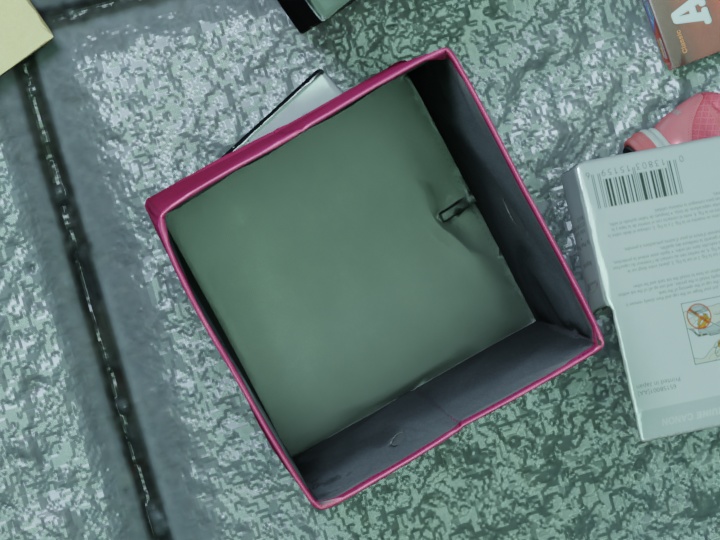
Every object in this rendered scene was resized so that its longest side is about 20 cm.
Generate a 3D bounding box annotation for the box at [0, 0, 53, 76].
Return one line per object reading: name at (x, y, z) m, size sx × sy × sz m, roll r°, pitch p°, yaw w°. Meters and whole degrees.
box at (-0.310, -0.179, 1.592) m, size 0.163 × 0.021 × 0.201 m, roll -35°, pitch 97°, yaw -4°

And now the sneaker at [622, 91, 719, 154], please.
sneaker at (0.260, -0.030, 1.649) m, size 0.087 × 0.074 × 0.200 m, roll -42°, pitch 97°, yaw -4°

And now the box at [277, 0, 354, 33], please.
box at (0.014, -0.253, 1.565) m, size 0.200 × 0.149 × 0.125 m, roll -36°, pitch 96°, yaw -3°

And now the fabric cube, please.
fabric cube at (0.000, 0.000, 1.536) m, size 0.199 × 0.199 × 0.197 m, roll -29°, pitch 97°, yaw -5°

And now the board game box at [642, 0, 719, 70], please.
board game box at (0.211, -0.241, 1.657) m, size 0.102 × 0.019 × 0.201 m, roll -21°, pitch 96°, yaw -4°

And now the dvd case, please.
dvd case at (-0.012, -0.007, 1.643) m, size 0.143 × 0.018 × 0.200 m, roll -42°, pitch 98°, yaw -4°

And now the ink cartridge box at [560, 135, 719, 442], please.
ink cartridge box at (0.238, 0.003, 1.591) m, size 0.198 × 0.044 × 0.175 m, roll -11°, pitch 84°, yaw -12°
